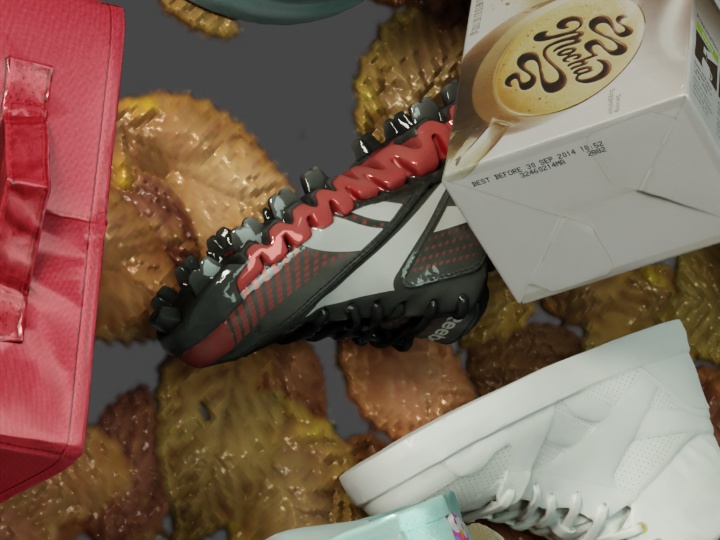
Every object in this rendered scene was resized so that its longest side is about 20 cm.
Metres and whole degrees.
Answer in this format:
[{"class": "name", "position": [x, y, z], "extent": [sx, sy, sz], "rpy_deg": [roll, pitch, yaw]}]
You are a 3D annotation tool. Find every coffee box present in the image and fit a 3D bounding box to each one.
[{"class": "coffee box", "position": [0.110, -0.091, 1.287], "extent": [0.080, 0.113, 0.200], "rpy_deg": [57, 28, -32]}]

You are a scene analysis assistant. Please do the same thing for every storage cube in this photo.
[{"class": "storage cube", "position": [-0.204, -0.013, 1.057], "extent": [0.180, 0.200, 0.171], "rpy_deg": [13, 70, -24]}]

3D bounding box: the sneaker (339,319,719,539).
[{"class": "sneaker", "position": [0.090, 0.101, 1.293], "extent": [0.200, 0.074, 0.116], "rpy_deg": [-18, 84, -37]}]

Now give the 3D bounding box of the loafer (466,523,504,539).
[{"class": "loafer", "position": [0.090, 0.179, 1.257], "extent": [0.200, 0.076, 0.067], "rpy_deg": [47, 57, -30]}]

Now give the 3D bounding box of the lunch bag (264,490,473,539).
[{"class": "lunch bag", "position": [0.005, 0.178, 1.136], "extent": [0.122, 0.200, 0.170], "rpy_deg": [-16, 85, -36]}]

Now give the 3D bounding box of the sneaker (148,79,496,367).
[{"class": "sneaker", "position": [0.000, 0.000, 1.263], "extent": [0.200, 0.071, 0.098], "rpy_deg": [-33, 93, -37]}]

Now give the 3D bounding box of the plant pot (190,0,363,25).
[{"class": "plant pot", "position": [-0.016, -0.220, 1.278], "extent": [0.200, 0.134, 0.200], "rpy_deg": [10, 71, -32]}]
